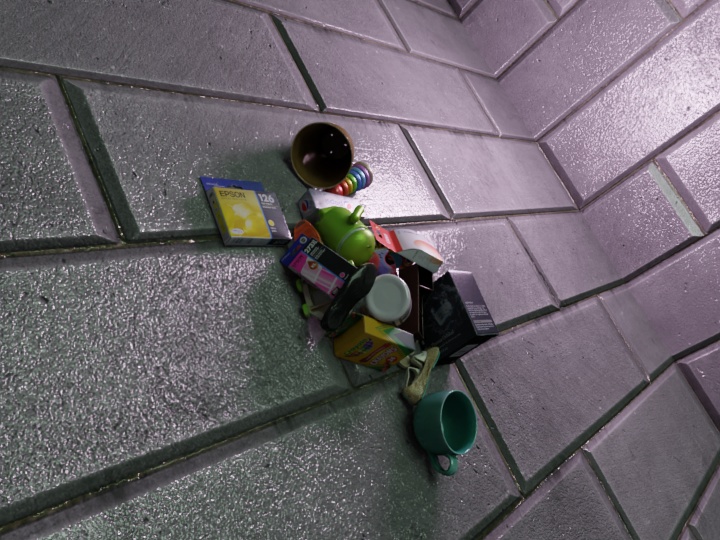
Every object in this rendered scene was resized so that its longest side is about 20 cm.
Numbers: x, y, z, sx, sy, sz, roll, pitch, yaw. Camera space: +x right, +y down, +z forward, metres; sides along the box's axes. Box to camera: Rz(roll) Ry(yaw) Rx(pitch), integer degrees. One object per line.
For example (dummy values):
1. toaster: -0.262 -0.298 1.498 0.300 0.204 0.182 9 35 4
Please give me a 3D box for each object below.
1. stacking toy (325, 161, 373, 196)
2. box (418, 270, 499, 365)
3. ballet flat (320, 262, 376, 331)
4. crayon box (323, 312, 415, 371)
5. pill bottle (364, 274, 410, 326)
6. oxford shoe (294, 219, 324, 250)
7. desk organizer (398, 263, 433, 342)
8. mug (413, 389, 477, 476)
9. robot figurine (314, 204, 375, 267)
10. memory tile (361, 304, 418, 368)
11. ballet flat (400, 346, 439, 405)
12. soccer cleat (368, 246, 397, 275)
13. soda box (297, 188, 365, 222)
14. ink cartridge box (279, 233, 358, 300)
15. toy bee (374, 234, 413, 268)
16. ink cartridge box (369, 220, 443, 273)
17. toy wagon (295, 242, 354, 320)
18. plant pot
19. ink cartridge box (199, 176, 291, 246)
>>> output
1. stacking toy: -0.040 -0.260 1.892 0.086 0.085 0.200 49 41 -2
2. box: 0.254 0.137 1.766 0.116 0.196 0.203 3 57 -44
3. ballet flat: -0.031 0.057 1.471 0.067 0.056 0.201 48 68 -21
4. crayon box: 0.022 0.180 1.537 0.198 0.127 0.051 23 44 -32
5. pill bottle: 0.074 0.082 1.592 0.117 0.115 0.200 60 0 12
6. oxford shoe: -0.115 -0.041 1.643 0.202 0.071 0.073 63 11 19
7. desk organizer: 0.155 0.088 1.727 0.071 0.076 0.204 18 64 -38
8. mug: 0.196 0.391 1.544 0.153 0.113 0.186 54 47 -19
9. robot figurine: -0.040 -0.090 1.659 0.114 0.178 0.200 -12 45 -39
10. memory tile: 0.075 0.163 1.701 0.200 0.017 0.154 43 37 -12
11. ballet flat: 0.157 0.264 1.650 0.065 0.071 0.201 35 43 -6
12. soccer cleat: 0.077 0.005 1.741 0.201 0.075 0.068 54 23 -47
13. soda box: -0.081 -0.173 1.777 0.198 0.063 0.069 5 54 -45
14. ink cartridge box: -0.105 -0.014 1.530 0.199 0.095 0.037 34 -14 25
15. toy bee: 0.116 -0.042 1.845 0.201 0.109 0.131 54 -13 -26
16. ink cartridge box: 0.126 -0.084 1.741 0.198 0.050 0.163 31 17 -18
17. toy wagon: -0.082 0.025 1.548 0.040 0.153 0.203 68 3 -63
18. plant pot: -0.092 -0.360 1.849 0.186 0.186 0.200 45 23 -8
19. ink cartridge box: -0.284 -0.156 1.560 0.196 0.047 0.203 -2 64 -47
